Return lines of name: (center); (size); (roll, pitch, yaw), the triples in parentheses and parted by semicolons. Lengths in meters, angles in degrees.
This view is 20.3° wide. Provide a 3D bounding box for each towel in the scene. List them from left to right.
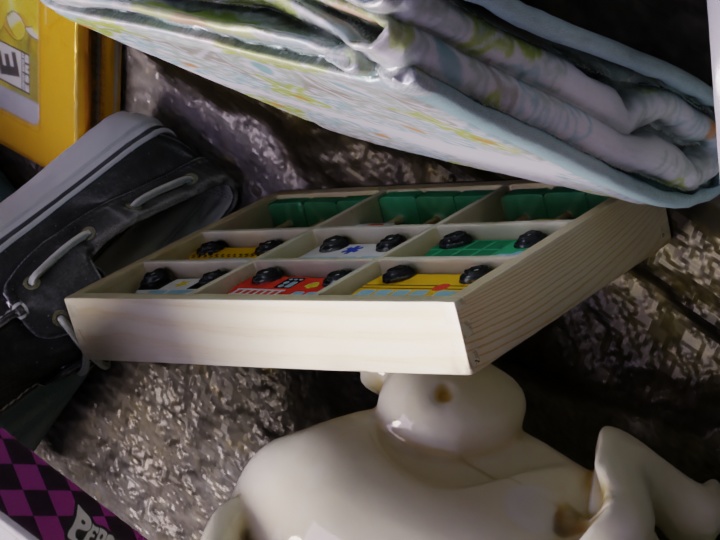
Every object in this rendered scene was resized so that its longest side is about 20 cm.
towel: (0.011, -0.072, 0.670); (0.171, 0.200, 0.048); (18, 89, 39)

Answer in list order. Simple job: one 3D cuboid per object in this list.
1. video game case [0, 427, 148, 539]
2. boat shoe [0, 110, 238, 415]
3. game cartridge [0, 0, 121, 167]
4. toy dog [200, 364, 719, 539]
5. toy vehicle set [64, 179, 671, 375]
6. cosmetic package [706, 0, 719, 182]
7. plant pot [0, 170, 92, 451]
video game case: (-0.143, 0.137, 0.773); (0.200, 0.036, 0.181); (40, 135, -17)
boat shoe: (-0.124, 0.009, 0.824); (0.071, 0.200, 0.072); (23, 147, 23)
game cartridge: (-0.187, -0.152, 0.915); (0.199, 0.032, 0.177); (26, 127, 30)
toy dog: (0.057, 0.121, 0.723); (0.200, 0.193, 0.140); (42, 122, 28)
toy vehicle set: (0.000, 0.000, 0.754); (0.199, 0.124, 0.027); (-1, 111, 43)
cosmetic package: (0.166, -0.058, 0.608); (0.101, 0.071, 0.201); (9, 117, 40)
plant pot: (-0.235, 0.045, 0.940); (0.197, 0.200, 0.196); (50, 136, 10)
